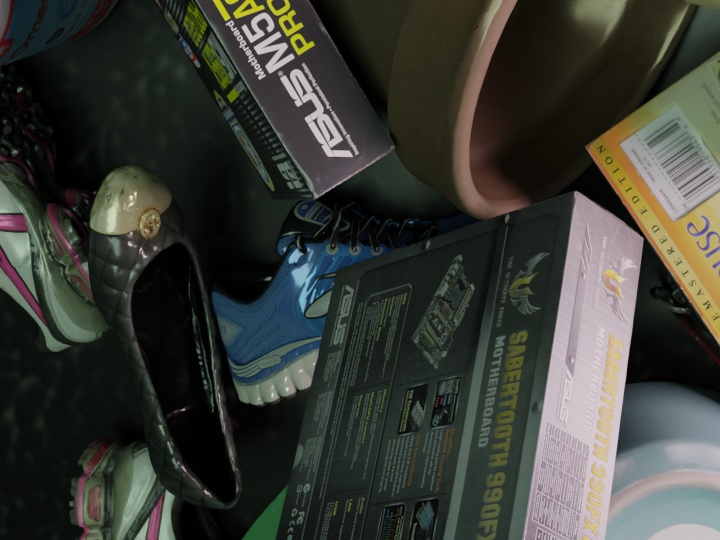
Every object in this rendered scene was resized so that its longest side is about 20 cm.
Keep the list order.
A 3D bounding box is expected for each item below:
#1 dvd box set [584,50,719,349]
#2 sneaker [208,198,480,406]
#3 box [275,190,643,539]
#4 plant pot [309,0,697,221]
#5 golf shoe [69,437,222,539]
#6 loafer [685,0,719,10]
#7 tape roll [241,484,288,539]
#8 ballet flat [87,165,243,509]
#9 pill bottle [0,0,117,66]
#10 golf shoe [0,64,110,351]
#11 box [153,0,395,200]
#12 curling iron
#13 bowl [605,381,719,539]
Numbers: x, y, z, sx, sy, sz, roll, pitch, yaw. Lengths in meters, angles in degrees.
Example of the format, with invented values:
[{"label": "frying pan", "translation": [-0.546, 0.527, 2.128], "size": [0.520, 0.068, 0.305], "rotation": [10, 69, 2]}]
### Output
[{"label": "dvd box set", "translation": [0.218, -0.050, 0.700], "size": [0.199, 0.029, 0.147], "rotation": [-36, 78, 9]}, {"label": "sneaker", "translation": [0.000, 0.000, 0.855], "size": [0.199, 0.079, 0.090], "rotation": [-23, 101, 24]}, {"label": "box", "translation": [0.036, 0.078, 0.706], "size": [0.048, 0.202, 0.158], "rotation": [31, 148, -34]}, {"label": "plant pot", "translation": [0.044, -0.152, 0.744], "size": [0.174, 0.200, 0.201], "rotation": [37, 117, 25]}, {"label": "golf shoe", "translation": [-0.112, 0.197, 0.963], "size": [0.091, 0.073, 0.202], "rotation": [0, 107, 18]}, {"label": "loafer", "translation": [0.206, -0.180, 0.693], "size": [0.200, 0.076, 0.068], "rotation": [-47, 68, 0]}, {"label": "tape roll", "translation": [0.007, 0.170, 0.764], "size": [0.200, 0.202, 0.048], "rotation": [-32, 130, 25]}, {"label": "ballet flat", "translation": [-0.096, 0.036, 0.867], "size": [0.057, 0.066, 0.202], "rotation": [19, 130, 45]}, {"label": "pill bottle", "translation": [-0.202, -0.150, 0.807], "size": [0.108, 0.200, 0.110], "rotation": [6, 110, 17]}, {"label": "golf shoe", "translation": [-0.204, -0.043, 0.906], "size": [0.092, 0.073, 0.201], "rotation": [-33, 95, 27]}, {"label": "box", "translation": [-0.056, -0.111, 0.774], "size": [0.044, 0.200, 0.161], "rotation": [-31, 97, -5]}, {"label": "curling iron", "translation": [0.206, 0.071, 0.789], "size": [0.026, 0.050, 0.200], "rotation": [-43, 65, 10]}, {"label": "bowl", "translation": [0.151, 0.155, 0.795], "size": [0.199, 0.105, 0.203], "rotation": [0, 86, 2]}]
